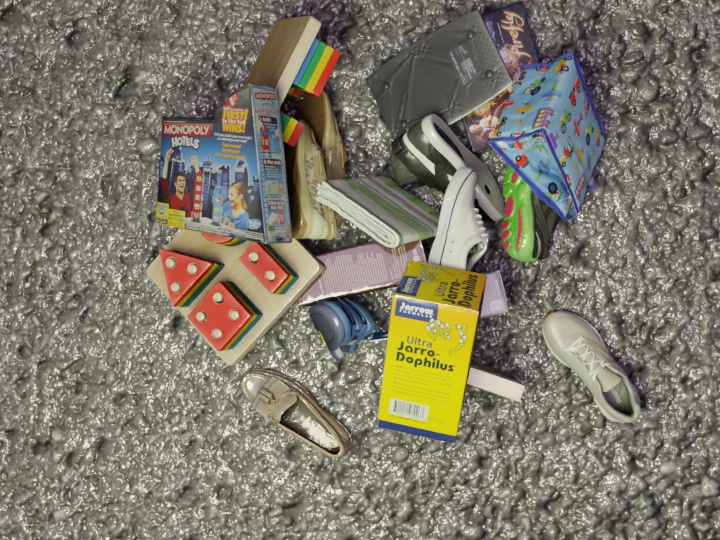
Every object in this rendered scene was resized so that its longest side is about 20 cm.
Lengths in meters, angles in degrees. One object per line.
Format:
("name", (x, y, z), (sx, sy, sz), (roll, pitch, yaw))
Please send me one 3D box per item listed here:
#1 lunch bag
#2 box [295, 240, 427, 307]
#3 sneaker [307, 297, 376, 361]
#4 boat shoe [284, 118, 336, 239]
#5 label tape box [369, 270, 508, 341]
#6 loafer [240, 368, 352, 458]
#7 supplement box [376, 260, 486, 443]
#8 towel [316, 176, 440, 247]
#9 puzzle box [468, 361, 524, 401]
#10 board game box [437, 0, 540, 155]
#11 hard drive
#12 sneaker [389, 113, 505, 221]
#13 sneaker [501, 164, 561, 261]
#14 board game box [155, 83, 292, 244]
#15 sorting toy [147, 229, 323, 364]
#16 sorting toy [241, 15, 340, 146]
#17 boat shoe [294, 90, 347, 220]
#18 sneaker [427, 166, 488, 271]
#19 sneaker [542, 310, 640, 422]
("lunch bag", (0.292, -0.181, 1.257), (0.200, 0.094, 0.151), (44, 58, -34))
("box", (0.000, 0.000, 1.318), (0.199, 0.100, 0.075), (-14, 87, 3))
("sneaker", (-0.023, 0.074, 1.274), (0.082, 0.200, 0.074), (-31, 79, -5))
("boat shoe", (-0.074, -0.129, 1.273), (0.062, 0.073, 0.201), (7, 60, -22))
("label tape box", (0.108, 0.051, 1.286), (0.199, 0.143, 0.066), (-11, 89, 4))
("loafer", (-0.098, 0.217, 1.339), (0.200, 0.063, 0.072), (35, 91, 4))
("supplement box", (0.093, 0.106, 1.149), (0.109, 0.109, 0.201), (10, 117, 9))
("towel", (0.041, -0.084, 1.256), (0.149, 0.200, 0.031), (38, 114, 21))
("puzzle box", (0.137, 0.141, 1.288), (0.199, 0.133, 0.026), (19, 90, 5))
("board game box", (0.208, -0.291, 1.339), (0.135, 0.035, 0.201), (-17, 88, 4))
("hard drive", (0.119, -0.282, 1.313), (0.200, 0.042, 0.135), (-28, 83, 23))
("sneaker", (0.123, -0.137, 1.327), (0.112, 0.073, 0.200), (-27, 117, 33))
("sneaker", (0.263, -0.108, 1.322), (0.084, 0.077, 0.201), (17, 80, -34))
("board game box", (-0.177, -0.148, 1.176), (0.199, 0.062, 0.201), (11, 99, 31))
("sorting toy", (-0.194, -0.003, 1.260), (0.199, 0.070, 0.200), (45, 100, 14))
("sorting toy", (-0.116, -0.265, 1.295), (0.069, 0.199, 0.201), (25, 94, -24))
("boat shoe", (-0.057, -0.176, 1.345), (0.071, 0.064, 0.201), (-6, 84, 39))
("sneaker", (0.145, -0.051, 1.220), (0.071, 0.073, 0.201), (9, 68, 17))
("sneaker", (0.348, 0.140, 1.292), (0.076, 0.092, 0.200), (-41, 86, 2))
